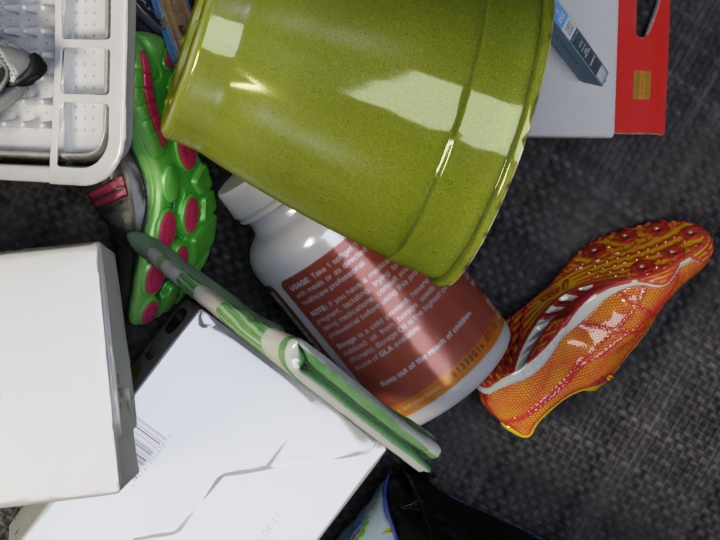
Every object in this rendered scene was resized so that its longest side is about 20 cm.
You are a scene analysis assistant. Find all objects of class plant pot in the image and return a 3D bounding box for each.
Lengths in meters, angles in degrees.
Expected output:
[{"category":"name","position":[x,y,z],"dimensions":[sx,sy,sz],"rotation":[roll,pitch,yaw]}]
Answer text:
[{"category":"plant pot","position":[-0.011,-0.114,1.185],"dimensions":[0.193,0.200,0.200],"rotation":[18,91,-9]}]

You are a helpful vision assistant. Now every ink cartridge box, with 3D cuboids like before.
[{"category":"ink cartridge box","position":[-0.237,0.065,1.161],"dimensions":[0.200,0.147,0.145],"rotation":[-6,89,-3]},{"category":"ink cartridge box","position":[0.157,-0.189,1.336],"dimensions":[0.176,0.045,0.200],"rotation":[-2,96,-34]}]

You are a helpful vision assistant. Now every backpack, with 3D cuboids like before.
[{"category":"backpack","position":[0.062,0.253,1.310],"dimensions":[0.183,0.200,0.147],"rotation":[29,109,-15]}]

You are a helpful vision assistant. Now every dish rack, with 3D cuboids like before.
[{"category":"dish rack","position":[-0.219,-0.143,1.243],"dimensions":[0.200,0.044,0.172],"rotation":[4,97,27]}]

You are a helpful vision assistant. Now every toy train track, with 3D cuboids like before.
[{"category":"toy train track","position":[-0.118,-0.189,1.263],"dimensions":[0.115,0.033,0.200],"rotation":[-6,72,-46]}]

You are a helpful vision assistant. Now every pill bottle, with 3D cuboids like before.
[{"category":"pill bottle","position":[0.000,0.000,1.315],"dimensions":[0.112,0.112,0.200],"rotation":[-40,103,-6]}]

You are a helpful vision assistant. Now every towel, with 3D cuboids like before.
[{"category":"towel","position":[-0.048,0.046,1.226],"dimensions":[0.153,0.200,0.023],"rotation":[39,87,-38]}]

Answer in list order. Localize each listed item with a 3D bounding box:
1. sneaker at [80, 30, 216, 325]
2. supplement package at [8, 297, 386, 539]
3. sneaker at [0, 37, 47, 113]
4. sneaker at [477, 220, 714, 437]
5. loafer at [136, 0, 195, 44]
[{"category":"sneaker","position":[-0.148,-0.062,1.304],"dimensions":[0.077,0.084,0.200],"rotation":[-25,119,-48]},{"category":"supplement package","position":[-0.111,0.144,1.302],"dimensions":[0.156,0.111,0.200],"rotation":[38,86,-9]},{"category":"sneaker","position":[-0.233,-0.162,1.195],"dimensions":[0.115,0.075,0.200],"rotation":[21,98,8]},{"category":"sneaker","position":[0.165,0.036,1.389],"dimensions":[0.200,0.073,0.077],"rotation":[-36,126,-6]},{"category":"loafer","position":[-0.171,-0.198,1.292],"dimensions":[0.200,0.063,0.072],"rotation":[42,43,-16]}]
